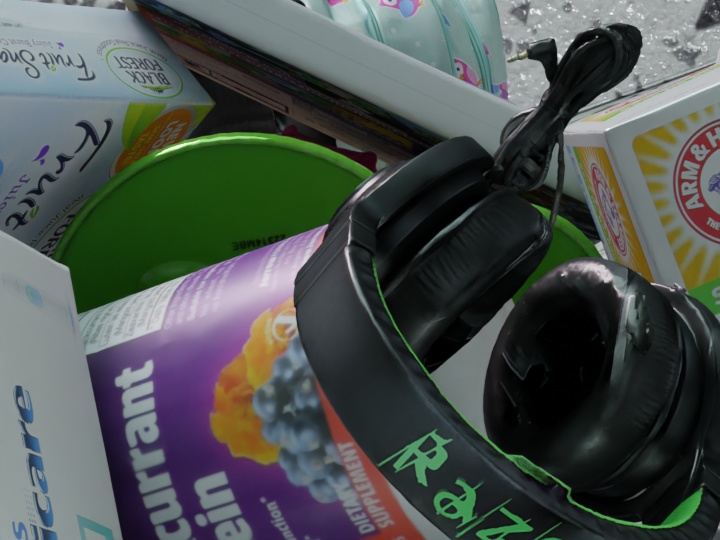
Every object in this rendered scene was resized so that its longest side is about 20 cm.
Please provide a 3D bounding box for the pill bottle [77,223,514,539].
[{"bbox_3d":[-0.051,0.060,0.812,0.199,0.112,0.111,-20,5,24],"label":"pill bottle"}]

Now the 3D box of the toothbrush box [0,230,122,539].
[{"bbox_3d":[-0.172,0.085,0.736,0.199,0.147,0.085,-21,-22,16],"label":"toothbrush box"}]

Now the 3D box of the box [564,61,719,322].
[{"bbox_3d":[0.177,-0.031,0.832,0.199,0.113,0.101,-23,4,-2],"label":"box"}]

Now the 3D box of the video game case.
[{"bbox_3d":[0.006,-0.062,0.971,0.182,0.199,0.023,101,-165,-87],"label":"video game case"}]

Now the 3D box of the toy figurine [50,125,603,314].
[{"bbox_3d":[0.000,0.000,0.956,0.199,0.151,0.184,-9,14,11],"label":"toy figurine"}]

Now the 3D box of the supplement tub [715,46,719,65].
[{"bbox_3d":[0.206,-0.066,0.989,0.131,0.133,0.200,-21,5,4],"label":"supplement tub"}]

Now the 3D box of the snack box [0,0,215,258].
[{"bbox_3d":[-0.154,-0.024,0.864,0.142,0.053,0.200,-47,-19,22],"label":"snack box"}]

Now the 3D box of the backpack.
[{"bbox_3d":[-0.022,-0.084,1.208,0.126,0.168,0.200,-17,8,-25],"label":"backpack"}]

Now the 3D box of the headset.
[{"bbox_3d":[0.049,0.004,0.697,0.094,0.123,0.200,-49,16,23],"label":"headset"}]
